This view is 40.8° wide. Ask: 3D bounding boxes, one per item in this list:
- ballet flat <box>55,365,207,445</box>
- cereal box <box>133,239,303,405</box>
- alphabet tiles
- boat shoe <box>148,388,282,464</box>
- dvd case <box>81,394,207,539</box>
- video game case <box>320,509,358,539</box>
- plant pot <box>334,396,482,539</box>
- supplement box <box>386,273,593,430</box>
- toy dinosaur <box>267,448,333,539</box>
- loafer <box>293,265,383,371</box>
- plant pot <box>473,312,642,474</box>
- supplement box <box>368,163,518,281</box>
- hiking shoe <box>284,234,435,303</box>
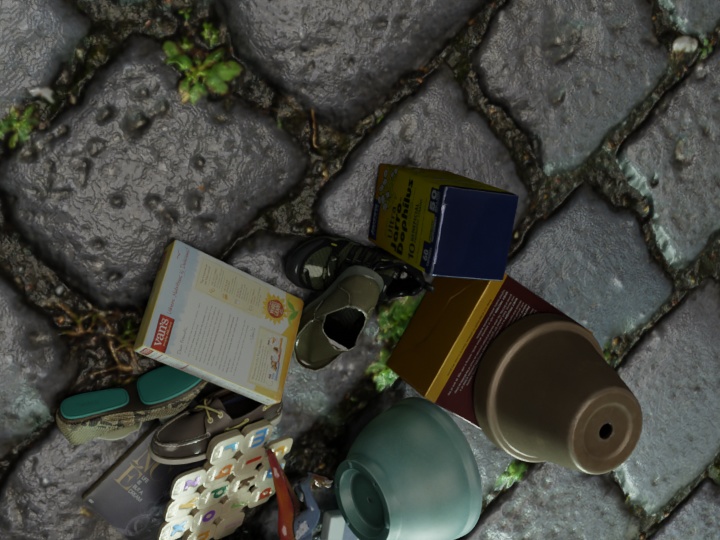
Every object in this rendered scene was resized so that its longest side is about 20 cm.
[{"bbox_3d":[-0.284,0.174,1.232,0.196,0.068,0.076,-17,131,-13],"label":"ballet flat"},{"bbox_3d":[-0.174,0.068,1.224,0.198,0.039,0.146,27,62,-26],"label":"cereal box"},{"bbox_3d":[-0.177,0.283,1.269,0.193,0.015,0.203,-13,132,-43],"label":"alphabet tiles"},{"bbox_3d":[-0.182,0.188,1.243,0.197,0.072,0.060,-16,133,-37],"label":"boat shoe"},{"bbox_3d":[-0.248,0.277,1.293,0.200,0.016,0.149,-45,115,-8],"label":"dvd case"},{"bbox_3d":[0.018,0.429,1.419,0.197,0.023,0.186,0,104,-38],"label":"video game case"},{"bbox_3d":[0.049,0.290,1.303,0.133,0.198,0.205,-18,111,-37],"label":"plant pot"},{"bbox_3d":[0.182,0.113,1.370,0.198,0.133,0.200,30,91,-26],"label":"supplement box"},{"bbox_3d":[-0.096,0.367,1.293,0.198,0.104,0.184,34,61,-23],"label":"toy dinosaur"},{"bbox_3d":[-0.039,0.074,1.253,0.074,0.070,0.201,25,134,-10],"label":"loafer"},{"bbox_3d":[0.268,0.178,1.253,0.196,0.174,0.205,-6,107,-20],"label":"plant pot"},{"bbox_3d":[0.101,-0.066,1.251,0.107,0.200,0.111,5,102,-23],"label":"supplement box"},{"bbox_3d":[0.000,0.000,1.280,0.196,0.100,0.077,1,103,-23],"label":"hiking shoe"}]
